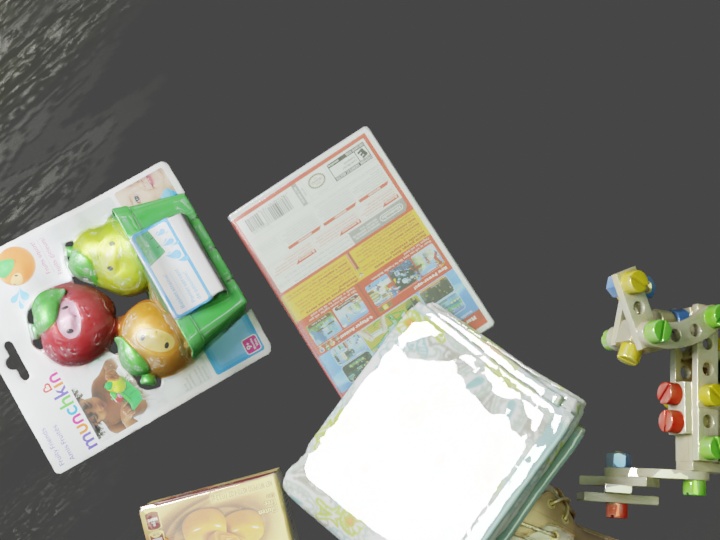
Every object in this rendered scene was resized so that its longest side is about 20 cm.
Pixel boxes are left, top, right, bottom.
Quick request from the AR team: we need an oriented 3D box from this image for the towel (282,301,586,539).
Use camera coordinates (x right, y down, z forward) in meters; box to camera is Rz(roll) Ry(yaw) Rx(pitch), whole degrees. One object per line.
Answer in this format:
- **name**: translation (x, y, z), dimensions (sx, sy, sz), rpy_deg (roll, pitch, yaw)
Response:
- **towel**: translation (0.058, 0.142, 0.925), dimensions (0.171, 0.048, 0.200), rpy_deg (35, 86, 30)

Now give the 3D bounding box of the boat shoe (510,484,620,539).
- **boat shoe**: translation (0.137, 0.201, 0.946), dimensions (0.199, 0.074, 0.070), rpy_deg (13, 92, 4)

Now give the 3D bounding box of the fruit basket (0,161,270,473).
- **fruit basket**: translation (-0.198, 0.032, 0.951), dimensions (0.199, 0.094, 0.186), rpy_deg (-28, 85, -20)

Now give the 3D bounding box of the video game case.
- **video game case**: translation (0.000, 0.000, 0.996), dimensions (0.143, 0.017, 0.201), rpy_deg (-33, 85, -1)

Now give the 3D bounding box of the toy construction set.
- **toy construction set**: translation (0.241, 0.103, 0.938), dimensions (0.130, 0.092, 0.201), rpy_deg (9, 91, -24)

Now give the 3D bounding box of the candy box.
- **candy box**: translation (-0.097, 0.273, 0.959), dimensions (0.115, 0.055, 0.201), rpy_deg (-15, 85, 1)
